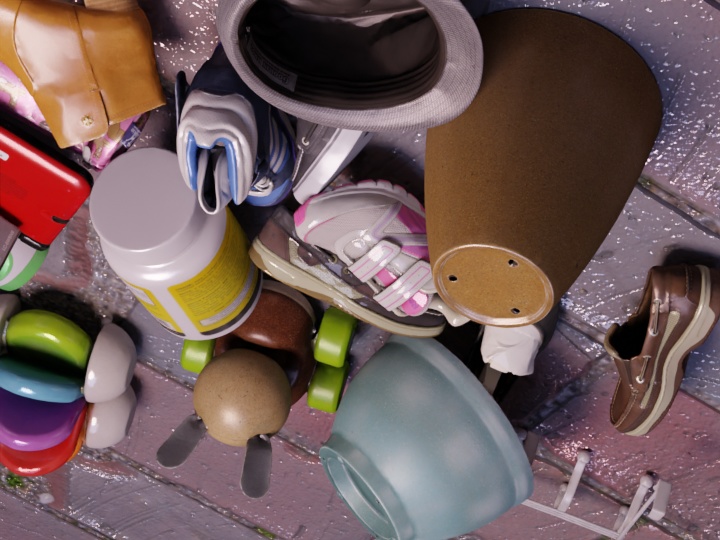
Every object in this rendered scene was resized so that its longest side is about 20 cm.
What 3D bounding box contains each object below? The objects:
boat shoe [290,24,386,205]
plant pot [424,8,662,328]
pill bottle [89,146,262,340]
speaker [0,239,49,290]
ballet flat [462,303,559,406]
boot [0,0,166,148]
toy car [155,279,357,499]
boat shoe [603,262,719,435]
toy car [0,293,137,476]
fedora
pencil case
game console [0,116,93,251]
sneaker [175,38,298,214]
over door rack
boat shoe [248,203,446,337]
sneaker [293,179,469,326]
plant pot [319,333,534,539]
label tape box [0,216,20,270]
[{"bbox_3d":[-0.023,-0.128,1.427,0.066,0.070,0.200,42,146,4],"label":"boat shoe"},{"bbox_3d":[0.121,-0.063,1.329,0.185,0.201,0.187,13,141,10],"label":"plant pot"},{"bbox_3d":[-0.161,-0.023,1.527,0.113,0.115,0.200,9,161,14],"label":"pill bottle"},{"bbox_3d":[-0.386,-0.063,1.631,0.088,0.089,0.200,-18,136,38],"label":"speaker"},{"bbox_3d":[0.134,0.077,1.598,0.067,0.069,0.201,19,142,1],"label":"ballet flat"},{"bbox_3d":[-0.264,-0.167,1.400,0.199,0.071,0.145,-13,104,0],"label":"boot"},{"bbox_3d":[-0.110,0.123,1.655,0.163,0.201,0.158,16,142,5],"label":"toy car"},{"bbox_3d":[0.247,0.065,1.529,0.074,0.075,0.203,10,132,-10],"label":"boat shoe"},{"bbox_3d":[-0.330,0.131,1.802,0.173,0.151,0.201,17,142,5],"label":"toy car"},{"bbox_3d":[-0.004,-0.191,1.289,0.198,0.091,0.178,2,141,10],"label":"fedora"},{"bbox_3d":[-0.274,-0.163,1.470,0.199,0.087,0.083,30,121,-9],"label":"pencil case"},{"bbox_3d":[-0.330,-0.121,1.527,0.199,0.119,0.172,31,139,-15],"label":"game console"},{"bbox_3d":[-0.109,-0.086,1.444,0.080,0.147,0.201,11,141,11],"label":"sneaker"},{"bbox_3d":[0.216,0.202,1.701,0.146,0.067,0.200,19,163,1],"label":"over door rack"},{"bbox_3d":[-0.001,-0.001,1.562,0.199,0.072,0.066,22,114,-19],"label":"boat shoe"},{"bbox_3d":[0.035,-0.011,1.484,0.198,0.089,0.081,16,146,-24],"label":"sneaker"},{"bbox_3d":[0.046,0.173,1.626,0.200,0.134,0.201,46,160,22],"label":"plant pot"},{"bbox_3d":[-0.415,-0.050,1.509,0.199,0.064,0.144,36,148,-23],"label":"label tape box"}]
